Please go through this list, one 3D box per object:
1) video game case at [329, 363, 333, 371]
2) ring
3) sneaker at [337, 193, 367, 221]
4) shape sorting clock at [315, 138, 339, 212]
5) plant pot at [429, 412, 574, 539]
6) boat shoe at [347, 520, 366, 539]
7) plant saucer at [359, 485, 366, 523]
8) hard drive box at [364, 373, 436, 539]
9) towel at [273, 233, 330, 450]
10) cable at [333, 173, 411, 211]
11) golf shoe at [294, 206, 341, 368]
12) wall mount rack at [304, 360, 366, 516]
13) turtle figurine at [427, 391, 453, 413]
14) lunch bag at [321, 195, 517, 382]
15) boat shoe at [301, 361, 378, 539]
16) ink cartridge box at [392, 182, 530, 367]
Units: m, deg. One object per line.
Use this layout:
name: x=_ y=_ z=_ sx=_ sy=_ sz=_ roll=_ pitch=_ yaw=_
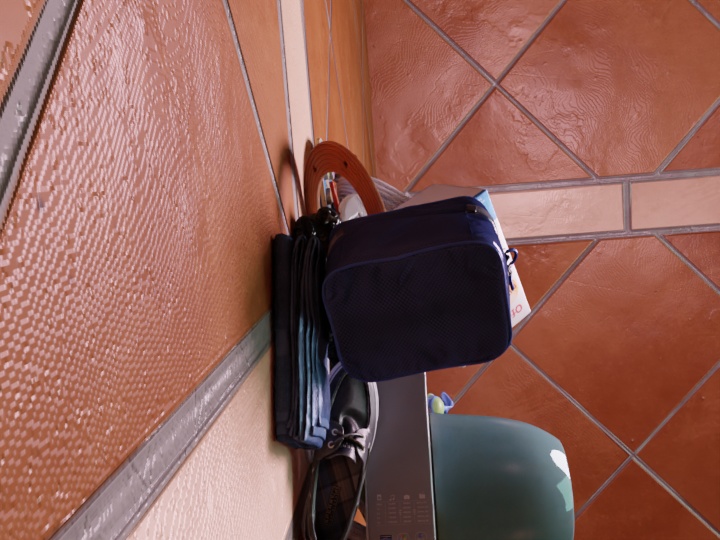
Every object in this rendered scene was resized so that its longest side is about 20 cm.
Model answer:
video game case: x=-0.036 y=0.106 z=1.107 sx=0.181 sy=0.025 sz=0.205 roll=-76 pitch=162 yaw=-75
ring: x=-0.013 y=-0.054 z=0.884 sx=0.200 sy=0.019 sz=0.204 roll=44 pitch=-35 yaw=42
sneaker: x=0.000 y=0.000 z=0.997 sx=0.081 sy=0.076 sz=0.204 roll=0 pitch=-73 yaw=58
shape sorting clock: x=-0.040 y=-0.086 z=1.059 sx=0.200 sy=0.038 sz=0.205 roll=-7 pitch=90 yaw=-84
plant pot: x=0.167 y=0.272 z=0.897 sx=0.201 sy=0.157 sz=0.206 roll=-3 pitch=90 yaw=-86
boat shoe: x=-0.019 y=0.366 z=0.946 sx=0.068 sy=0.072 sz=0.201 roll=-61 pitch=161 yaw=-25
plant saucer: x=0.017 y=0.330 z=1.025 sx=0.202 sy=0.031 sz=0.201 roll=60 pitch=-10 yaw=18
hard drive box: x=0.047 y=0.232 z=0.876 sx=0.156 sy=0.075 sz=0.205 roll=74 pitch=13 yaw=-70
towel: x=-0.055 y=0.072 z=0.742 sx=0.112 sy=0.047 sz=0.205 roll=74 pitch=13 yaw=-73
cable: x=0.042 y=-0.083 z=1.204 sx=0.070 sy=0.198 sz=0.199 roll=-59 pitch=-155 yaw=-8
golf shoe: x=-0.024 y=0.031 z=0.869 sx=0.095 sy=0.076 sz=0.204 roll=109 pitch=-32 yaw=-73
wall mount rack: x=-0.022 y=0.188 z=0.909 sx=0.201 sy=0.073 sz=0.178 roll=-78 pitch=167 yaw=-70
turtle figurine: x=0.023 y=0.215 z=1.141 sx=0.193 sy=0.197 sz=0.147 roll=-33 pitch=-105 yaw=51
lunch bag: x=0.062 y=0.009 z=0.743 sx=0.133 sy=0.195 sz=0.138 roll=-91 pitch=171 yaw=-62
boat shoe: x=-0.021 y=0.193 z=0.772 sx=0.066 sy=0.068 sz=0.204 roll=147 pitch=-42 yaw=-78
ink cartridge box: x=0.122 y=0.003 z=1.066 sx=0.144 sy=0.146 sz=0.203 roll=18 pitch=-43 yaw=60
